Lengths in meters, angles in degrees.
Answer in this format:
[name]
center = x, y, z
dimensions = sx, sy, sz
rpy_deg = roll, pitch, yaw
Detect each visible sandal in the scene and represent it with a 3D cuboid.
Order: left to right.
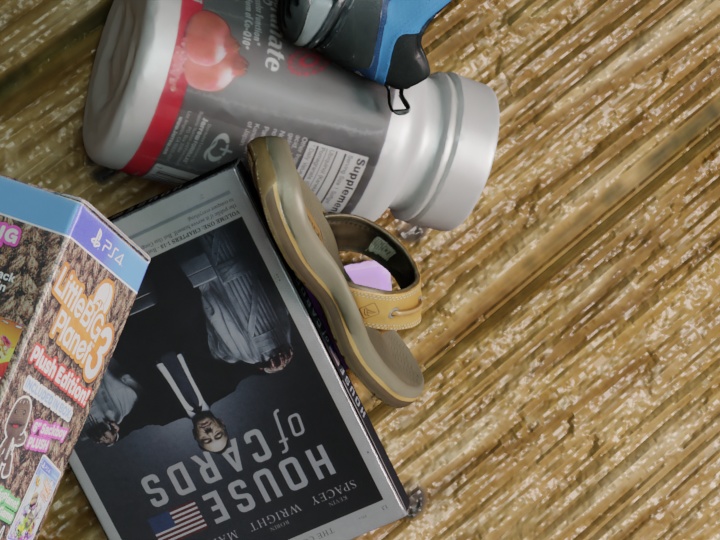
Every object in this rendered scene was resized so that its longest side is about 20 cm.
[sandal]
center = 0.000, 0.000, 1.189
dimensions = 0.054, 0.081, 0.200
rpy_deg = -26, 136, 3

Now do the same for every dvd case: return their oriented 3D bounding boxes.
[dvd case]
center = -0.084, 0.063, 1.192
dimensions = 0.150, 0.025, 0.201
rpy_deg = -24, 102, 12

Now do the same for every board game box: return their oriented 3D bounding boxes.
[board game box]
center = -0.218, 0.049, 1.113
dimensions = 0.159, 0.097, 0.201
rpy_deg = 18, 79, 19

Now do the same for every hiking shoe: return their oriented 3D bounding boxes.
[hiking shoe]
center = 0.041, -0.182, 1.157
dimensions = 0.086, 0.074, 0.200
rpy_deg = 31, 101, -18

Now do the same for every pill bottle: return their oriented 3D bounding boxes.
[pill bottle]
center = -0.034, -0.083, 1.221
dimensions = 0.199, 0.111, 0.111
rpy_deg = 15, 81, -19

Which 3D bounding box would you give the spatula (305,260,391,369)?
[spatula]
center = -0.071, 0.034, 1.247
dimensions = 0.199, 0.021, 0.057
rpy_deg = -8, 95, -20
